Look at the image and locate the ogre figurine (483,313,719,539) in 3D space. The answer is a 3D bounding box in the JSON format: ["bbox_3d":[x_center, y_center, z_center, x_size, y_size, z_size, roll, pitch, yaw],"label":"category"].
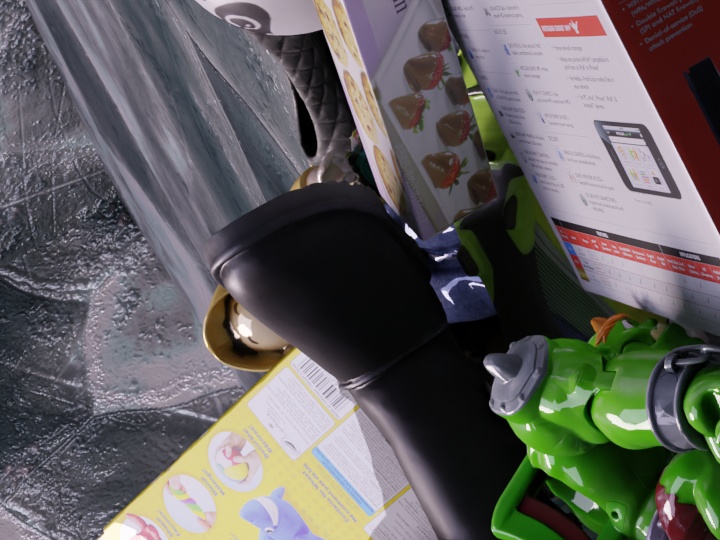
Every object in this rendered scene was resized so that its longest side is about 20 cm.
[{"bbox_3d":[0.112,0.071,0.805,0.119,0.099,0.200,17,-178,27],"label":"ogre figurine"}]

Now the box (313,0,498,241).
[{"bbox_3d":[0.007,-0.099,0.872,0.041,0.039,0.201,47,163,45],"label":"box"}]

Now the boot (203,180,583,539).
[{"bbox_3d":[0.028,0.072,0.887,0.165,0.065,0.201,18,-136,-65],"label":"boot"}]

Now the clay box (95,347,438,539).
[{"bbox_3d":[-0.032,0.115,1.040,0.115,0.048,0.200,48,129,1],"label":"clay box"}]

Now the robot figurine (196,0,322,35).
[{"bbox_3d":[-0.052,-0.182,0.993,0.200,0.149,0.126,51,129,48],"label":"robot figurine"}]

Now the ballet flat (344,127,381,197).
[{"bbox_3d":[0.028,-0.065,1.153,0.200,0.075,0.064,110,163,-73],"label":"ballet flat"}]

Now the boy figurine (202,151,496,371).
[{"bbox_3d":[0.000,0.000,1.121,0.199,0.065,0.125,-13,116,37],"label":"boy figurine"}]

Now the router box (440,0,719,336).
[{"bbox_3d":[0.088,-0.071,0.801,0.180,0.049,0.200,62,172,-12],"label":"router box"}]

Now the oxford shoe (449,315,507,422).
[{"bbox_3d":[0.058,0.036,1.182,0.199,0.073,0.085,30,161,6],"label":"oxford shoe"}]

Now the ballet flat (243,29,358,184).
[{"bbox_3d":[-0.043,-0.116,1.415,0.067,0.057,0.201,54,170,42],"label":"ballet flat"}]

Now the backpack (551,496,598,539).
[{"bbox_3d":[0.098,0.188,1.086,0.126,0.166,0.201,16,134,51],"label":"backpack"}]

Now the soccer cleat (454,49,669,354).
[{"bbox_3d":[0.086,-0.010,0.972,0.064,0.083,0.202,-13,91,51],"label":"soccer cleat"}]
